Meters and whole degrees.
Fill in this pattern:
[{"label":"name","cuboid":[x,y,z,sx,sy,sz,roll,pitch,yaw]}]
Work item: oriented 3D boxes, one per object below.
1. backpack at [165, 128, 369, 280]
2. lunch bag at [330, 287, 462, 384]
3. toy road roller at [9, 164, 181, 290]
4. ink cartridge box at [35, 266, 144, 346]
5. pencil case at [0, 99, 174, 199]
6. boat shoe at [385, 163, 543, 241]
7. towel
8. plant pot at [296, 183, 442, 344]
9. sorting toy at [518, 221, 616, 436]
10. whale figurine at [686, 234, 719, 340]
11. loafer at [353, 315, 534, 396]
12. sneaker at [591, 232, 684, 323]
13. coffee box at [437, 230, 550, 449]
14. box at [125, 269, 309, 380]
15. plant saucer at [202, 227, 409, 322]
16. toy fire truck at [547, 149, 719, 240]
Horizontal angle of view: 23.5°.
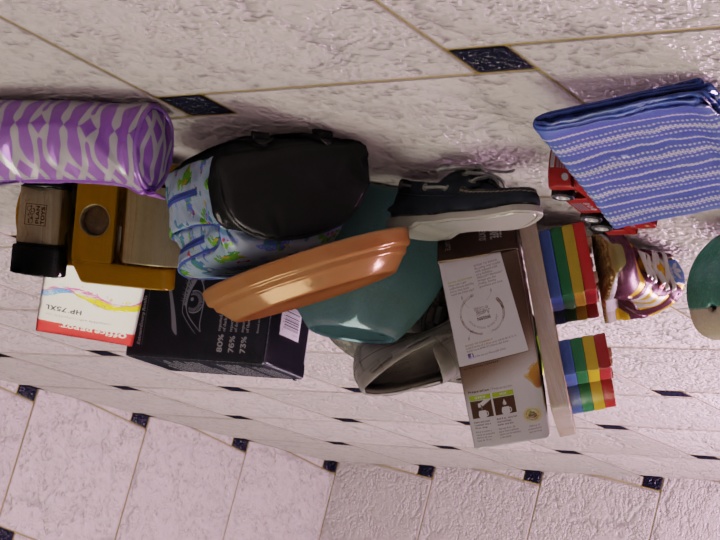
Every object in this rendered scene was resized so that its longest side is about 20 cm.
[{"label":"backpack","cuboid":[-0.104,-0.059,1.599,0.162,0.155,0.199,-8,-168,-33]},{"label":"lunch bag","cuboid":[0.068,0.052,1.946,0.167,0.141,0.199,11,175,-43]},{"label":"toy road roller","cuboid":[-0.255,-0.052,1.765,0.198,0.124,0.146,6,-177,11]},{"label":"ink cartridge box","cuboid":[-0.303,0.015,1.972,0.115,0.068,0.201,10,132,-9]},{"label":"pencil case","cuboid":[-0.265,-0.110,1.558,0.198,0.086,0.084,2,169,23]},{"label":"boat shoe","cuboid":[0.095,-0.065,1.586,0.074,0.063,0.199,12,170,-29]},{"label":"towel","cuboid":[0.234,-0.085,1.370,0.144,0.024,0.200,-10,153,25]},{"label":"plant pot","cuboid":[0.000,0.000,1.780,0.198,0.136,0.200,8,168,2]},{"label":"sorting toy","cuboid":[0.214,0.053,1.766,0.069,0.202,0.199,-11,166,6]},{"label":"whale figurine","cuboid":[0.403,0.003,1.678,0.199,0.105,0.159,-14,-178,-35]},{"label":"loafer","cuboid":[0.090,0.090,1.805,0.198,0.070,0.070,-17,123,7]},{"label":"sneaker","cuboid":[0.287,0.000,1.778,0.089,0.076,0.200,-10,166,6]},{"label":"coffee box","cuboid":[0.131,0.056,1.701,0.079,0.202,0.115,-10,-159,6]},{"label":"box","cuboid":[-0.166,0.046,2.080,0.198,0.150,0.104,3,168,27]},{"label":"plant saucer","cuboid":[-0.046,0.008,1.595,0.198,0.038,0.200,-18,176,-1]},{"label":"toy fire truck","cuboid":[0.260,-0.065,1.505,0.140,0.049,0.200,-1,163,30]}]
